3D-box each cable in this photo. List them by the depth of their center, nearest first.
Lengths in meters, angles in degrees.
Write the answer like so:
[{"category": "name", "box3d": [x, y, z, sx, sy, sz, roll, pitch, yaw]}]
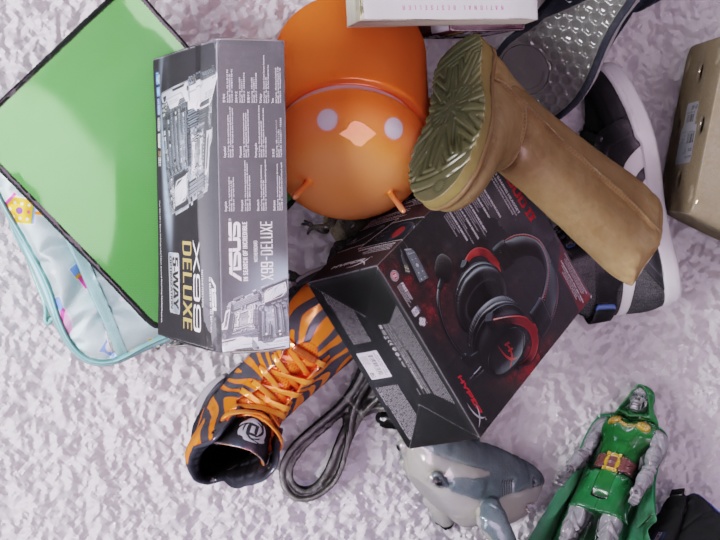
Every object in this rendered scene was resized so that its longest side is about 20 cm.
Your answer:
[{"category": "cable", "box3d": [0.009, 0.095, 1.277, 0.200, 0.050, 0.097, -37, 99, -7]}]

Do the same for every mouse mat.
[{"category": "mouse mat", "box3d": [-0.153, -0.079, 1.167, 0.161, 0.008, 0.200, -46, 105, -13]}]

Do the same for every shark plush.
[{"category": "shark plush", "box3d": [0.066, 0.134, 1.275, 0.200, 0.091, 0.083, 45, 71, -20]}]

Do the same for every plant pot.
[{"category": "plant pot", "box3d": [0.337, -0.095, 1.260, 0.177, 0.200, 0.200, 11, 94, -2]}]

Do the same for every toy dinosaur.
[{"category": "toy dinosaur", "box3d": [0.000, 0.000, 1.245, 0.200, 0.047, 0.088, 43, 76, -1]}]

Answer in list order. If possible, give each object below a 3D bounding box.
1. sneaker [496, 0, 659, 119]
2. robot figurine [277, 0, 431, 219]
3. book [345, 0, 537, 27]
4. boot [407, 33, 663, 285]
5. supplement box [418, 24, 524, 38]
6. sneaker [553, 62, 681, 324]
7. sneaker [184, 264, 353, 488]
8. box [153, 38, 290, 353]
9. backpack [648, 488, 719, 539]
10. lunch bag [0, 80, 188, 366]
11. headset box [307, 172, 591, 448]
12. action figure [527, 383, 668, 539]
[{"category": "sneaker", "box3d": [0.180, -0.198, 1.263, 0.077, 0.146, 0.202, 41, 123, 4]}, {"category": "robot figurine", "box3d": [-0.006, -0.119, 1.186, 0.117, 0.200, 0.144, -25, 133, 26]}, {"category": "book", "box3d": [0.055, -0.272, 1.143, 0.133, 0.048, 0.200, -3, 92, -15]}, {"category": "boot", "box3d": [0.132, -0.055, 1.150, 0.200, 0.175, 0.066, 40, 132, -24]}, {"category": "supplement box", "box3d": [0.078, -0.276, 1.224, 0.061, 0.109, 0.200, -4, 95, -11]}, {"category": "sneaker", "box3d": [0.177, -0.054, 1.284, 0.112, 0.073, 0.200, -17, 99, -8]}, {"category": "sneaker", "box3d": [-0.057, 0.089, 1.196, 0.078, 0.112, 0.200, 33, 117, -13]}, {"category": "box", "box3d": [-0.095, -0.049, 1.103, 0.050, 0.158, 0.200, -2, 93, -21]}, {"category": "backpack", "box3d": [0.249, 0.311, 1.291, 0.200, 0.163, 0.168, -36, 121, -8]}, {"category": "lunch bag", "box3d": [-0.178, -0.033, 1.213, 0.160, 0.077, 0.200, -25, 99, -9]}, {"category": "headset box", "box3d": [0.074, 0.008, 1.193, 0.200, 0.075, 0.149, -45, 111, -41]}, {"category": "action figure", "box3d": [0.192, 0.176, 1.293, 0.118, 0.055, 0.200, 12, 60, 25]}]
